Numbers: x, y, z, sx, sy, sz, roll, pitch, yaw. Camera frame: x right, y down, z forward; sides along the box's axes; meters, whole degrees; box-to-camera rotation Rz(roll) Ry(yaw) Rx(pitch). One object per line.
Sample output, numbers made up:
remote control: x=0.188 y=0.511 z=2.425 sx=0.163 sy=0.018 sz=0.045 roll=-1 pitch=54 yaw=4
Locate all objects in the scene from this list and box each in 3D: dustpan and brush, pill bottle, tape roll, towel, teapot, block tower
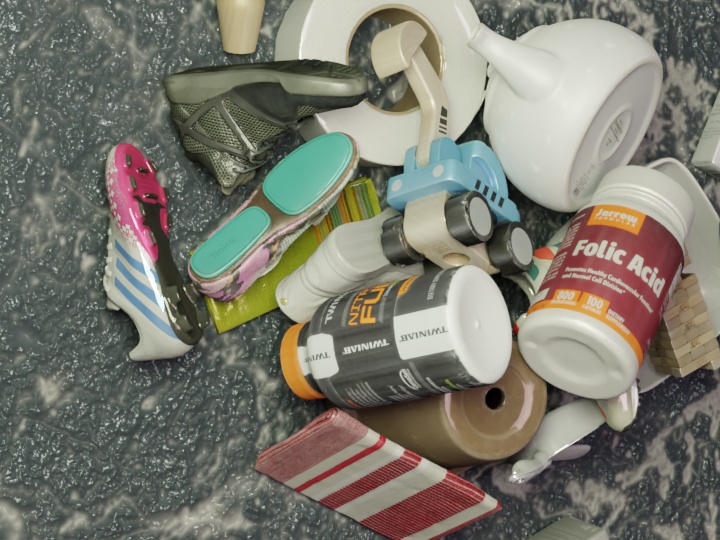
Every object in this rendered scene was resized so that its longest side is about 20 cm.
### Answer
dustpan and brush: x=0.183 y=0.173 z=1.549 sx=0.200 sy=0.139 sz=0.057 roll=2 pitch=55 yaw=-56
pill bottle: x=0.025 y=0.065 z=1.416 sx=0.106 sy=0.199 sz=0.107 roll=25 pitch=58 yaw=-49
pill bottle: x=0.231 y=0.007 z=1.466 sx=0.114 sy=0.114 sz=0.200 roll=42 pitch=56 yaw=-20
tape roll: x=0.021 y=-0.200 z=1.542 sx=0.201 sy=0.071 sz=0.204 roll=-1 pitch=92 yaw=-24
towel: x=0.016 y=0.200 z=1.522 sx=0.199 sy=0.144 sz=0.023 roll=31 pitch=52 yaw=-22
teapot: x=0.186 y=-0.162 z=1.528 sx=0.197 sy=0.146 sz=0.201 roll=-36 pitch=148 yaw=-38
block tower: x=0.302 y=0.013 z=1.608 sx=0.058 sy=0.054 sz=0.201 roll=-26 pitch=101 yaw=-20
towel: x=-0.063 y=-0.016 z=1.540 sx=0.199 sy=0.018 sz=0.086 roll=-24 pitch=101 yaw=-21

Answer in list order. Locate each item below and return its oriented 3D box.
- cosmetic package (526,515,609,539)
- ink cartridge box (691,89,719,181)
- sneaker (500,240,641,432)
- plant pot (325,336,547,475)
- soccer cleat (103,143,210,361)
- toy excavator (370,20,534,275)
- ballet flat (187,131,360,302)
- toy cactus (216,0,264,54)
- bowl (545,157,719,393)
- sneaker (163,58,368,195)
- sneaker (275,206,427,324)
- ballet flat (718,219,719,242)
cosmetic package: x=0.171 y=0.346 z=1.626 sx=0.199 sy=0.090 sz=0.107 roll=-25 pitch=102 yaw=-19
ink cartridge box: x=0.467 y=-0.172 z=1.759 sx=0.162 sy=0.057 sz=0.201 roll=26 pitch=86 yaw=-23
sneaker: x=0.197 y=0.069 z=1.538 sx=0.093 sy=0.070 sz=0.201 roll=-15 pitch=72 yaw=-11
plant pot: x=0.086 y=0.113 z=1.528 sx=0.199 sy=0.174 sz=0.202 roll=-1 pitch=92 yaw=-23
soccer cleat: x=-0.207 y=-0.013 z=1.449 sx=0.070 sy=0.086 sz=0.201 roll=-1 pitch=70 yaw=-65
toy excavator: x=0.074 y=-0.105 z=1.483 sx=0.194 sy=0.100 sz=0.201 roll=33 pitch=51 yaw=-41
ballet flat: x=-0.075 y=-0.047 z=1.490 sx=0.200 sy=0.069 sz=0.071 roll=-44 pitch=149 yaw=-4
toy cactus: x=-0.116 y=-0.287 z=1.479 sx=0.199 sy=0.102 sz=0.166 roll=-7 pitch=114 yaw=-26
bowl: x=0.287 y=0.003 z=1.669 sx=0.199 sy=0.075 sz=0.201 roll=-37 pitch=107 yaw=-19
sneaker: x=-0.080 y=-0.132 z=1.454 sx=0.076 sy=0.198 sz=0.115 roll=-41 pitch=125 yaw=-63
sneaker: x=0.000 y=0.000 z=1.532 sx=0.200 sy=0.115 sz=0.074 roll=-7 pitch=63 yaw=-53
ballet flat: x=0.422 y=0.020 z=1.655 sx=0.073 sy=0.073 sz=0.201 roll=-23 pitch=107 yaw=-22
